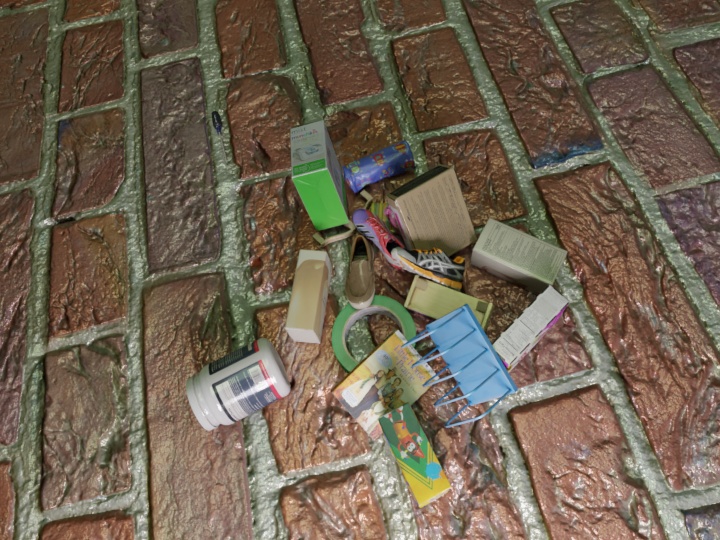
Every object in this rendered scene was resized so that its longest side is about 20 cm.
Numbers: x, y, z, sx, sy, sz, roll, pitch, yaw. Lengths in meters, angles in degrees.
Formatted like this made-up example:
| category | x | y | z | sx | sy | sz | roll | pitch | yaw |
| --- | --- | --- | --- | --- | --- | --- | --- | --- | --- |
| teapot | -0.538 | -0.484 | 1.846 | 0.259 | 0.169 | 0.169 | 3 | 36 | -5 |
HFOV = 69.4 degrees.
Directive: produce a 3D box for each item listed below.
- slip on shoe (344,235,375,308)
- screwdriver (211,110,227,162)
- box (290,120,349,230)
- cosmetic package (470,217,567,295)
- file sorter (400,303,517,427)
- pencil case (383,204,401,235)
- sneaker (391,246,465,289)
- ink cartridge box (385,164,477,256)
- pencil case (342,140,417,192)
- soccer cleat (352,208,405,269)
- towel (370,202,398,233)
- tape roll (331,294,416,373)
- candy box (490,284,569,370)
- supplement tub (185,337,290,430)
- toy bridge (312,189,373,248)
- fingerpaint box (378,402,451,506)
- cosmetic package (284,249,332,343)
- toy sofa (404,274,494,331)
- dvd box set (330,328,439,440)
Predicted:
| category | x | y | z | sx | sy | sz | roll | pitch | yaw |
| --- | --- | --- | --- | --- | --- | --- | --- | --- | --- |
| slip on shoe | 0.000 | 0.000 | 1.259 | 0.075 | 0.061 | 0.202 | -3 | 48 | 13 |
| screwdriver | -0.416 | -0.394 | 1.534 | 0.029 | 0.028 | 0.202 | 0 | 58 | -26 |
| box | -0.105 | -0.237 | 1.317 | 0.095 | 0.201 | 0.178 | -12 | 53 | 8 |
| cosmetic package | 0.375 | -0.030 | 1.248 | 0.198 | 0.087 | 0.104 | 28 | 72 | 16 |
| file sorter | 0.196 | 0.201 | 1.079 | 0.122 | 0.139 | 0.202 | -25 | 82 | -39 |
| pencil case | 0.158 | -0.171 | 1.323 | 0.199 | 0.083 | 0.087 | -33 | 71 | -7 |
| sneaker | 0.160 | -0.021 | 1.214 | 0.198 | 0.078 | 0.078 | 21 | 91 | -25 |
| ink cartridge box | 0.173 | -0.127 | 1.258 | 0.163 | 0.202 | 0.075 | -28 | 25 | -7 |
| pencil case | 0.050 | -0.277 | 1.400 | 0.198 | 0.087 | 0.079 | -23 | 69 | -3 |
| soccer cleat | 0.053 | -0.088 | 1.305 | 0.066 | 0.077 | 0.201 | -37 | 75 | -11 |
| towel | 0.123 | -0.135 | 1.365 | 0.197 | 0.018 | 0.087 | 2 | 71 | 6 |
| tape roll | 0.032 | 0.160 | 1.219 | 0.197 | 0.048 | 0.203 | -3 | 65 | 5 |
| candy box | 0.360 | 0.140 | 1.144 | 0.200 | 0.137 | 0.061 | -42 | 67 | -12 |
| supplement tub | -0.269 | 0.252 | 1.158 | 0.198 | 0.141 | 0.141 | -26 | 65 | -6 |
| toy bridge | -0.037 | -0.125 | 1.370 | 0.067 | 0.027 | 0.200 | 41 | 76 | 21 |
| fingerpaint box | 0.106 | 0.371 | 1.029 | 0.073 | 0.201 | 0.168 | -26 | 65 | -5 |
| cosmetic package | -0.121 | 0.063 | 1.251 | 0.070 | 0.105 | 0.203 | 4 | 67 | 8 |
| toy sofa | 0.207 | 0.085 | 1.222 | 0.198 | 0.098 | 0.084 | 21 | 87 | 14 |
| dvd box set | 0.055 | 0.249 | 1.139 | 0.200 | 0.029 | 0.147 | -41 | 95 | -5 |
